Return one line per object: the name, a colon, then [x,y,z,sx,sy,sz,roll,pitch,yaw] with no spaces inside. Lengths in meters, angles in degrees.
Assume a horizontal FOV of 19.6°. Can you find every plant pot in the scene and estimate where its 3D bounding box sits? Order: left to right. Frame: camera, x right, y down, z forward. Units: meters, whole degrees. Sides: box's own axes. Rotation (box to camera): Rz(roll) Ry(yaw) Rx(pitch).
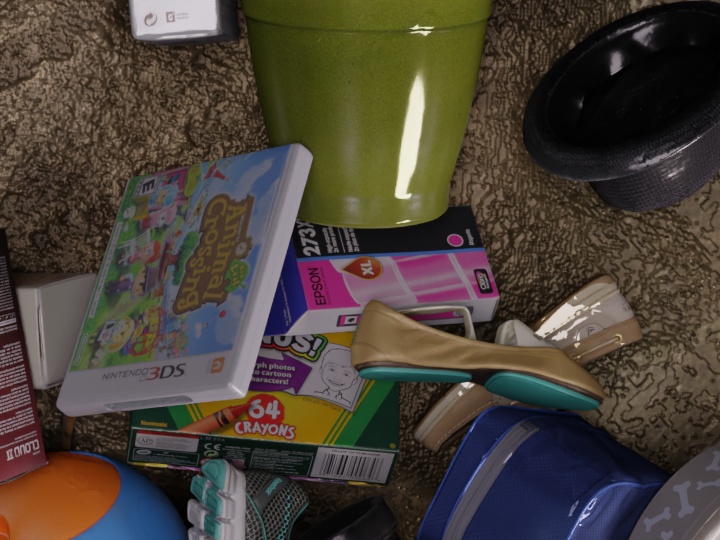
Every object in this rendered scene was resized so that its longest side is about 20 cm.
plant pot: [0.003,-0.138,1.578,0.199,0.200,0.194,2,104,5]

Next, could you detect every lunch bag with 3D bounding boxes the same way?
lunch bag: [0.142,0.179,1.570,0.132,0.200,0.136,35,101,30]

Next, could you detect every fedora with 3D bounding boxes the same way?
fedora: [0.225,-0.114,1.587,0.200,0.201,0.092,-24,126,5]

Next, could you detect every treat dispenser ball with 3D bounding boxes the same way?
treat dispenser ball: [-0.225,0.239,1.597,0.200,0.201,0.202,0,93,5]

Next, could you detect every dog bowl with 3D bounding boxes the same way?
dog bowl: [0.274,0.215,1.570,0.059,0.200,0.201,35,96,42]

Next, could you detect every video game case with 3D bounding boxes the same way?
video game case: [-0.130,0.007,1.531,0.181,0.022,0.201,-9,55,39]

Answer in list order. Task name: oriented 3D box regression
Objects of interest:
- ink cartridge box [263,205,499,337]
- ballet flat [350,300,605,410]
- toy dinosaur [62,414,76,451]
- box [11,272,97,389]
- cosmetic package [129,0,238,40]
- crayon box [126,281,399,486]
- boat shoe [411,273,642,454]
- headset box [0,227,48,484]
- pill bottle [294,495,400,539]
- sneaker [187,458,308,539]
ink cartridge box: [0.000,0.000,1.596,0.199,0.037,0.095,-5,53,-14]
ballet flat: [0.092,0.059,1.553,0.199,0.069,0.063,10,73,-15]
toy dinosaur: [-0.194,0.064,1.658,0.200,0.060,0.106,-37,91,6]
box: [-0.307,0.045,1.619,0.199,0.095,0.078,0,97,23]
cosmetic package: [-0.142,-0.277,1.611,0.074,0.102,0.201,-3,94,4]
crayon box: [-0.072,0.069,1.585,0.199,0.058,0.173,6,54,-7]
boat shoe: [0.132,0.086,1.624,0.200,0.074,0.069,-38,83,5]
headset box: [-0.323,0.080,1.538,0.148,0.077,0.201,-9,95,25]
pill bottle: [0.029,0.269,1.505,0.111,0.112,0.201,-29,94,5]
sneaker: [-0.081,0.240,1.538,0.091,0.078,0.201,4,98,-26]
